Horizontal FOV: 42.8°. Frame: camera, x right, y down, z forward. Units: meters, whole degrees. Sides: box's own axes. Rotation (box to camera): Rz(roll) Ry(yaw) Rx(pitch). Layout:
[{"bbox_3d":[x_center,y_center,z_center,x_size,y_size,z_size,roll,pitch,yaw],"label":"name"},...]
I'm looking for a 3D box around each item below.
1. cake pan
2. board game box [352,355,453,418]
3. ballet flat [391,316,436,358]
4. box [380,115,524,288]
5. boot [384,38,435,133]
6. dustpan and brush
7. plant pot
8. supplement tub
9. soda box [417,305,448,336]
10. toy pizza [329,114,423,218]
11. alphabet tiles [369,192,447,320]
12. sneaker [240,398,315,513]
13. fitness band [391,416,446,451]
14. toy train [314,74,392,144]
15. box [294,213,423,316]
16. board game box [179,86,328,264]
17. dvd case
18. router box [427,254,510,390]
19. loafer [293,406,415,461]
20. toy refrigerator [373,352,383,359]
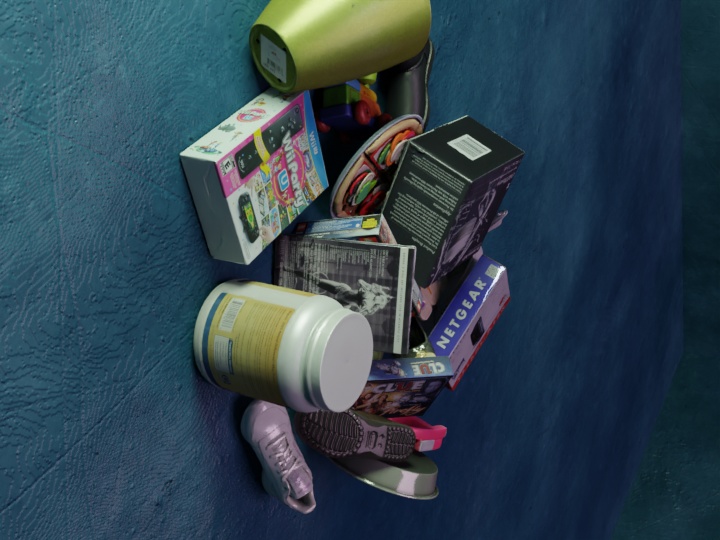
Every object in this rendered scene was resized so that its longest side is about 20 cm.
[{"bbox_3d":[0.036,0.297,1.446,0.199,0.198,0.037,13,99,-59],"label":"cake pan"},{"bbox_3d":[0.026,0.181,1.387,0.196,0.035,0.136,-1,145,-22],"label":"board game box"},{"bbox_3d":[0.070,0.094,1.491,0.065,0.201,0.058,-14,131,-13],"label":"ballet flat"},{"bbox_3d":[0.134,-0.110,1.434,0.199,0.123,0.199,-31,150,-51],"label":"box"},{"bbox_3d":[0.054,-0.316,1.417,0.168,0.075,0.204,40,58,-60],"label":"boot"},{"bbox_3d":[0.184,-0.039,1.587,0.057,0.199,0.141,36,32,-37],"label":"dustpan and brush"},{"bbox_3d":[-0.041,-0.316,1.187,0.199,0.186,0.189,-38,132,-28],"label":"plant pot"},{"bbox_3d":[-0.098,0.096,1.165,0.144,0.197,0.147,-24,119,-53],"label":"supplement tub"},{"bbox_3d":[0.126,0.076,1.658,0.202,0.067,0.064,-65,150,-24],"label":"soda box"},{"bbox_3d":[0.031,-0.147,1.377,0.200,0.032,0.201,-43,164,-15],"label":"toy pizza"},{"bbox_3d":[0.071,-0.025,1.509,0.197,0.014,0.201,55,41,-17],"label":"alphabet tiles"},{"bbox_3d":[-0.105,0.259,1.293,0.074,0.099,0.202,-34,129,-25],"label":"sneaker"},{"bbox_3d":[0.063,0.257,1.531,0.199,0.142,0.038,18,90,-64],"label":"fitness band"},{"bbox_3d":[0.010,-0.251,1.372,0.199,0.083,0.118,13,74,-59],"label":"toy train"},{"bbox_3d":[0.000,0.000,1.359,0.201,0.135,0.040,61,33,-47],"label":"box"},{"bbox_3d":[-0.129,-0.127,1.182,0.200,0.063,0.150,-49,138,-42],"label":"board game box"},{"bbox_3d":[-0.025,0.032,1.280,0.016,0.196,0.152,-43,137,-75],"label":"dvd case"},{"bbox_3d":[0.183,0.094,1.582,0.202,0.048,0.180,-56,160,-9],"label":"router box"},{"bbox_3d":[-0.016,0.238,1.351,0.197,0.071,0.074,21,86,-26],"label":"loafer"},{"bbox_3d":[-0.035,0.119,1.404,0.199,0.069,0.077,27,76,-58],"label":"toy refrigerator"}]
